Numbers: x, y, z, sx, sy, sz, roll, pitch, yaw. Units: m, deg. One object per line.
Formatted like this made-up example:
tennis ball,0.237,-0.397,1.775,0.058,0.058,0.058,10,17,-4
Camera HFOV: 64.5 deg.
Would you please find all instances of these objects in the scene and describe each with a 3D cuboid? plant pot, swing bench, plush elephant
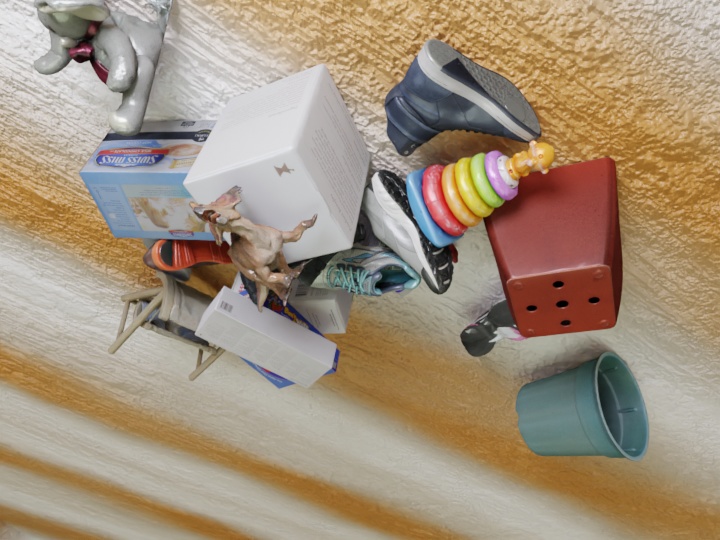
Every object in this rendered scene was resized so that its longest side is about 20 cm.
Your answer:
plant pot,0.290,-0.017,0.845,0.197,0.178,0.201,-9,133,20
plant pot,0.430,0.282,1.135,0.200,0.202,0.195,37,140,-26
swing bench,-0.344,0.104,1.119,0.199,0.131,0.198,-28,137,32
plush elephant,-0.332,-0.284,0.711,0.153,0.165,0.202,14,110,-24

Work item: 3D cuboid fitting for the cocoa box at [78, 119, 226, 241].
cocoa box,-0.288,-0.137,0.871,0.197,0.132,0.134,2,137,10

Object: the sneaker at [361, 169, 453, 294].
sneaker,0.068,-0.050,0.847,0.079,0.074,0.201,-39,79,36

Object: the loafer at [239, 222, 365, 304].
loafer,-0.080,-0.012,0.833,0.199,0.071,0.068,-23,173,8

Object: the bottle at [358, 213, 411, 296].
bottle,0.015,-0.030,0.956,0.199,0.084,0.065,38,143,-27

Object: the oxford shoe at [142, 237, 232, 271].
oxford shoe,-0.270,-0.040,0.965,0.072,0.072,0.199,-8,-179,43

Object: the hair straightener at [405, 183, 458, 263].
hair straightener,0.081,-0.073,0.928,0.076,0.041,0.200,-22,128,30

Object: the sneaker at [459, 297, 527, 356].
sneaker,0.263,0.079,1.022,0.081,0.086,0.199,54,139,-3

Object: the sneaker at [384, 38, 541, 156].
sneaker,0.127,-0.199,0.762,0.201,0.078,0.146,25,140,-20

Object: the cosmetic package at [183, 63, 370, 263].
cosmetic package,-0.100,-0.139,0.779,0.165,0.201,0.168,-11,132,23

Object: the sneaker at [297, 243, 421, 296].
sneaker,0.000,0.000,0.871,0.197,0.087,0.078,-6,123,-3

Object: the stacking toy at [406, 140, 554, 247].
stacking toy,0.173,-0.122,0.782,0.199,0.109,0.117,-25,90,37

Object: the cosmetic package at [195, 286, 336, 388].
cosmetic package,-0.142,0.105,0.873,0.199,0.051,0.083,30,131,-19

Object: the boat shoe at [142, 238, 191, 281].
boat shoe,-0.342,-0.037,1.036,0.068,0.057,0.200,14,156,-1

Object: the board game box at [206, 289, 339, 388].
board game box,-0.147,0.115,0.955,0.133,0.045,0.200,-21,128,29

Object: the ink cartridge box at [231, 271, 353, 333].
ink cartridge box,-0.116,0.031,1.002,0.197,0.146,0.088,-3,135,14

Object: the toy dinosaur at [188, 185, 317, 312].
toy dinosaur,-0.135,-0.029,0.699,0.134,0.086,0.201,22,148,0
